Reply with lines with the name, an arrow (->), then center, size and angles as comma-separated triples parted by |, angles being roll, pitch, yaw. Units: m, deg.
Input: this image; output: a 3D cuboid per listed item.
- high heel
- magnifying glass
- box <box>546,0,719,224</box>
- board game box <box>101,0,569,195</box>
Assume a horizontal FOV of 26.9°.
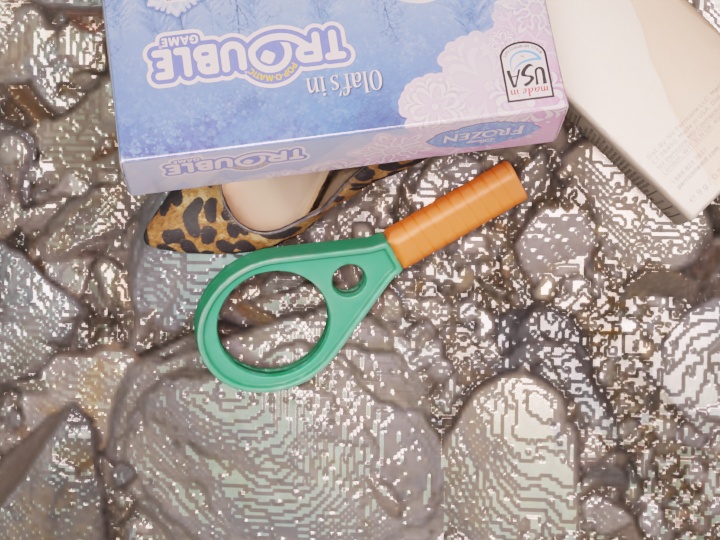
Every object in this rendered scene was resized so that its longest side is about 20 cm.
high heel -> -0.038, -0.056, 0.778 | 0.199, 0.143, 0.072 | -24, 91, 8
magnifying glass -> 0.000, 0.000, 0.826 | 0.199, 0.022, 0.080 | -31, 116, 0
box -> 0.123, -0.121, 0.781 | 0.078, 0.095, 0.200 | -45, 88, 6
board game box -> -0.021, -0.145, 0.696 | 0.199, 0.043, 0.200 | -8, 73, -5
